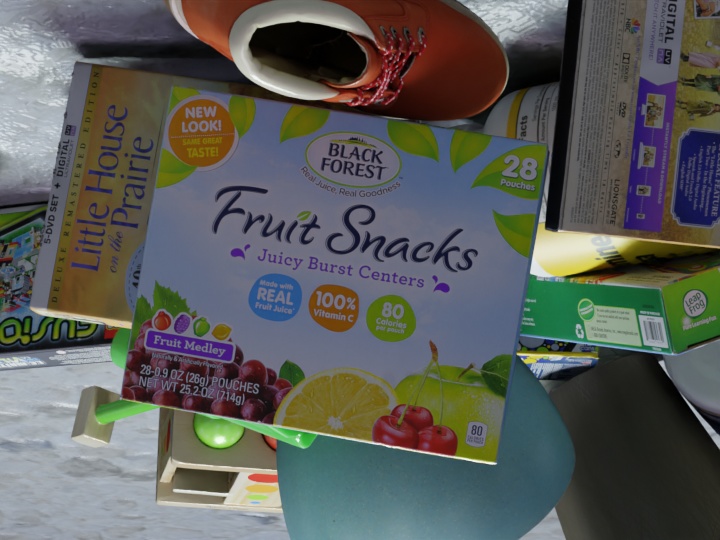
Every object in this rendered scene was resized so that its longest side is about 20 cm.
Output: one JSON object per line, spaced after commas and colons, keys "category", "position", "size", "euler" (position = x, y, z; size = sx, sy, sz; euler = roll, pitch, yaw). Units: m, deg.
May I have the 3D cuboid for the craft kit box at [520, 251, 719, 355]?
{"category": "craft kit box", "position": [0.212, -0.001, 1.134], "size": [0.197, 0.049, 0.200], "euler": [-14, -173, -23]}

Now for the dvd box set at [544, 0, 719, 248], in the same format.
{"category": "dvd box set", "position": [0.201, -0.082, 0.974], "size": [0.200, 0.147, 0.029], "euler": [5, -178, -11]}

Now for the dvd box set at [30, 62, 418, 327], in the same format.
{"category": "dvd box set", "position": [-0.075, -0.033, 1.057], "size": [0.200, 0.147, 0.029], "euler": [9, 172, 7]}

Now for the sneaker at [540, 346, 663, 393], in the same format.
{"category": "sneaker", "position": [0.165, 0.080, 1.490], "size": [0.200, 0.081, 0.076], "euler": [-14, 153, 28]}

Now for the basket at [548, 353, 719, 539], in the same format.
{"category": "basket", "position": [0.214, 0.175, 1.394], "size": [0.180, 0.200, 0.136], "euler": [-11, 154, -35]}

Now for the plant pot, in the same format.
{"category": "plant pot", "position": [0.027, 0.093, 1.233], "size": [0.200, 0.200, 0.135], "euler": [-9, 117, 25]}

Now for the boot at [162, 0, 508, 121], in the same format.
{"category": "boot", "position": [0.003, -0.107, 0.950], "size": [0.200, 0.075, 0.107], "euler": [12, -161, -31]}

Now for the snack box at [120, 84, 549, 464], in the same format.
{"category": "snack box", "position": [-0.012, 0.001, 0.985], "size": [0.200, 0.169, 0.068], "euler": [10, 180, 5]}

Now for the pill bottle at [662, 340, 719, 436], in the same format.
{"category": "pill bottle", "position": [0.307, 0.080, 1.441], "size": [0.111, 0.111, 0.200], "euler": [-7, 158, 22]}

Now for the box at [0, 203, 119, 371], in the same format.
{"category": "box", "position": [-0.229, 0.011, 1.289], "size": [0.200, 0.110, 0.035], "euler": [-6, 158, 17]}

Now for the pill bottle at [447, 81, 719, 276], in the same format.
{"category": "pill bottle", "position": [0.141, -0.057, 1.082], "size": [0.200, 0.113, 0.112], "euler": [-9, 157, 27]}

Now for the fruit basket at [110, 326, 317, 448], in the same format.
{"category": "fruit basket", "position": [-0.080, -0.019, 1.146], "size": [0.215, 0.216, 0.156], "euler": [-7, 158, 21]}

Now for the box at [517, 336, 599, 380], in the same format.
{"category": "box", "position": [0.075, 0.040, 1.404], "size": [0.200, 0.070, 0.064], "euler": [2, 158, -2]}

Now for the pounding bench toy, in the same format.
{"category": "pounding bench toy", "position": [-0.133, 0.115, 1.537], "size": [0.200, 0.124, 0.156], "euler": [5, 159, -10]}
